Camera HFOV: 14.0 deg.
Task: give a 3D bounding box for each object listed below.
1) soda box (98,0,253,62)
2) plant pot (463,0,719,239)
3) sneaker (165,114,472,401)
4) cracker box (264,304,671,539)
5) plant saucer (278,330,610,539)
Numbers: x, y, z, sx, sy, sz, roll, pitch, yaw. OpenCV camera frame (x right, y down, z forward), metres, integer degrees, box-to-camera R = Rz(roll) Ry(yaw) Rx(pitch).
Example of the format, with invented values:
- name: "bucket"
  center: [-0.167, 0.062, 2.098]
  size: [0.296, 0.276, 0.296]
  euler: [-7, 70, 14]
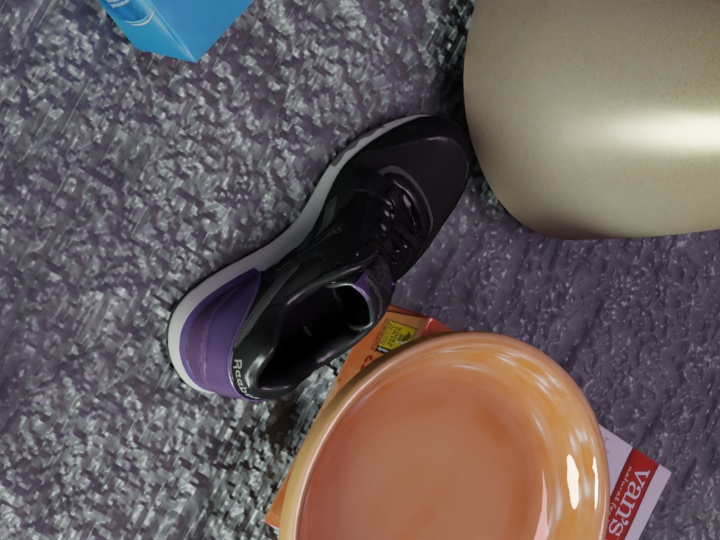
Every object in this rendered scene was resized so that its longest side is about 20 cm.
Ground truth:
- name: "soda box"
  center: [-0.127, -0.195, 1.394]
  size: [0.068, 0.064, 0.200]
  euler: [-48, 121, -17]
- name: "plant pot"
  center: [0.188, -0.098, 1.528]
  size: [0.187, 0.199, 0.188]
  euler: [-9, 103, -42]
- name: "sneaker"
  center: [0.000, 0.000, 1.503]
  size: [0.200, 0.087, 0.076]
  euler: [-44, 120, -20]
- name: "cracker box"
  center: [0.061, 0.122, 1.587]
  size: [0.200, 0.058, 0.134]
  euler: [32, 81, -35]
- name: "plant saucer"
  center: [0.040, 0.127, 1.517]
  size: [0.199, 0.037, 0.201]
  euler: [-8, 105, -31]
